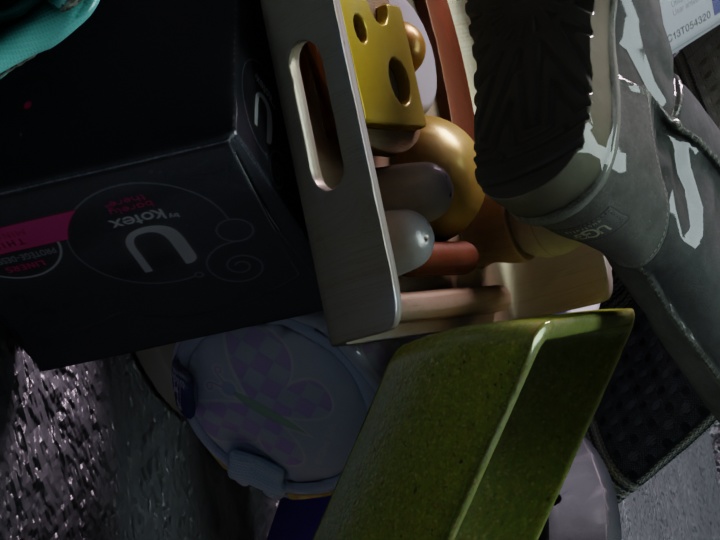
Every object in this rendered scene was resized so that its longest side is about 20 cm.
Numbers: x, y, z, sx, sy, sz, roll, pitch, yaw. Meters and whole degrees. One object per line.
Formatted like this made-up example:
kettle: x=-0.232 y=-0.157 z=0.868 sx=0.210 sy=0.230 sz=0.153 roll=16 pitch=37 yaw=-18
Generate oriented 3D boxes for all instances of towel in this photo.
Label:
towel: x=0.130 y=0.002 z=1.052 sx=0.034 sy=0.193 sz=0.200 roll=31 pitch=27 yaw=-29

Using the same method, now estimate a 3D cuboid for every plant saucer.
plant saucer: x=0.022 y=0.097 z=0.832 sx=0.201 sy=0.048 sz=0.200 roll=-67 pitch=167 yaw=6

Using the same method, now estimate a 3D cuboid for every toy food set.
toy food set: x=0.032 y=-0.053 z=0.839 sx=0.200 sy=0.060 sz=0.144 roll=-3 pitch=80 yaw=-66

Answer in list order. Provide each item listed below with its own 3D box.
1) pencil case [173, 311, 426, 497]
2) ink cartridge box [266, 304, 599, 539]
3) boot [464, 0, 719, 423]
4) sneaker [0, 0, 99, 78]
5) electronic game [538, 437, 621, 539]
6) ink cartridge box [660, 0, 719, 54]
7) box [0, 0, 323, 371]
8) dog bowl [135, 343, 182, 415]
pencil case: x=0.000 y=0.000 z=0.934 sx=0.200 sy=0.083 sz=0.091 roll=-60 pitch=154 yaw=-50
ink cartridge box: x=0.033 y=0.020 z=1.063 sx=0.043 sy=0.198 sz=0.200 roll=42 pitch=43 yaw=-20
boot: x=0.118 y=-0.042 z=0.860 sx=0.200 sy=0.072 sz=0.183 roll=34 pitch=55 yaw=-38
sneaker: x=-0.097 y=-0.091 z=0.689 sx=0.200 sy=0.091 sz=0.078 roll=-49 pitch=125 yaw=-37
electronic game: x=0.031 y=0.146 z=1.007 sx=0.042 sy=0.200 sz=0.201 roll=33 pitch=41 yaw=-32
ink cartridge box: x=0.077 y=-0.131 z=1.115 sx=0.196 sy=0.199 sz=0.044 roll=-33 pitch=121 yaw=-31
box: x=-0.078 y=-0.084 z=0.850 sx=0.106 sy=0.122 sz=0.201 roll=57 pitch=25 yaw=-51
dog bowl: x=-0.059 y=-0.039 z=1.037 sx=0.200 sy=0.058 sz=0.201 roll=-11 pitch=90 yaw=-76
